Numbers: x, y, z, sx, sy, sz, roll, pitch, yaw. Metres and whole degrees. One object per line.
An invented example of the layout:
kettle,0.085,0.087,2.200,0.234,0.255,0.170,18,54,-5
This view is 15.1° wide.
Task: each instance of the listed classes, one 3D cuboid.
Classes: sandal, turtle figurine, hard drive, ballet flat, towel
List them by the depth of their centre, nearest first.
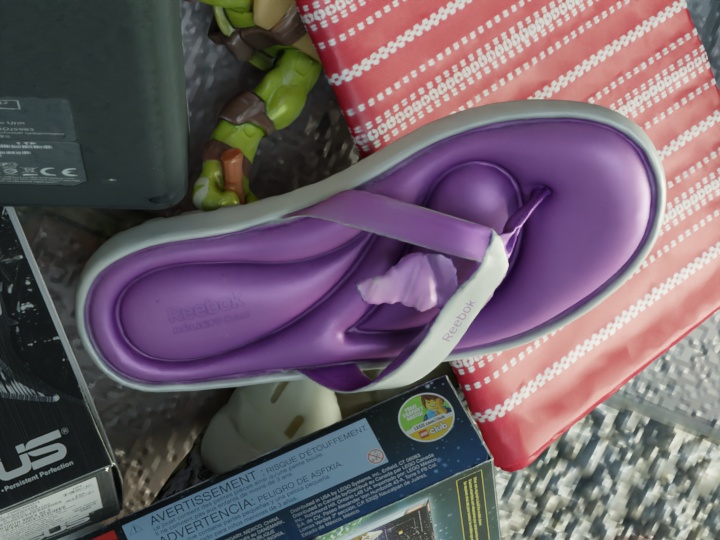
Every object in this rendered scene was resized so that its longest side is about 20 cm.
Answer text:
hard drive,-0.120,-0.063,0.772,0.139,0.200,0.033,2,74,-2
sandal,0.003,0.006,0.872,0.202,0.050,0.083,-17,115,16
turtle figurine,-0.022,-0.108,0.911,0.161,0.064,0.200,40,81,-40
towel,0.063,-0.048,0.927,0.144,0.022,0.201,-35,114,-27
ballet flat,-0.001,0.043,0.966,0.200,0.072,0.072,-26,114,-15

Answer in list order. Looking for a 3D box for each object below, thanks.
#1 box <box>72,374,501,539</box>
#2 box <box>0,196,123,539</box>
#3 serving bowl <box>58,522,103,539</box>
box,-0.017,0.128,0.949,0.136,0.038,0.200,-24,147,-10
box,-0.195,0.038,0.863,0.199,0.048,0.159,-21,69,-10
serving bowl,-0.181,0.109,0.933,0.199,0.066,0.201,-6,110,-15
